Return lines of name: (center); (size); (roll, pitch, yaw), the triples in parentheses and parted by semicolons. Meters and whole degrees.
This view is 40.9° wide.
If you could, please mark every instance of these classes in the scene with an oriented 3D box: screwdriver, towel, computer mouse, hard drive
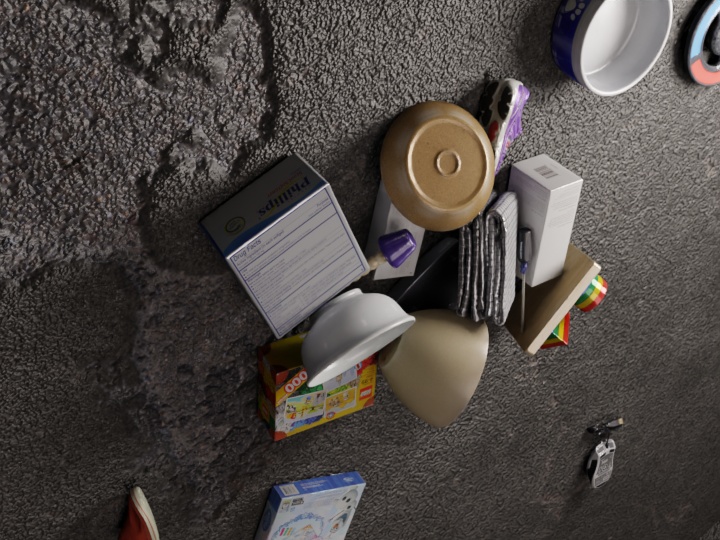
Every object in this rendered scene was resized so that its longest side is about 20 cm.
screwdriver: (0.285, 0.019, 1.709); (0.029, 0.028, 0.203); (6, 116, 8)
towel: (0.216, -0.024, 1.630); (0.166, 0.084, 0.204); (-45, 136, -67)
computer mouse: (0.588, 0.447, 2.375); (0.108, 0.044, 0.203); (-17, 125, -32)
hard drive: (0.120, 0.040, 1.713); (0.200, 0.042, 0.135); (-46, 137, 1)

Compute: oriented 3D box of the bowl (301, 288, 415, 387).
bowl: (-0.019, 0.091, 1.507); (0.199, 0.091, 0.201); (-30, 170, -6)

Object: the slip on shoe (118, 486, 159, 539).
slip on shoe: (-0.375, 0.444, 1.621); (0.060, 0.074, 0.202); (-14, 133, -25)

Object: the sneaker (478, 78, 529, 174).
sneaker: (0.227, -0.212, 1.583); (0.083, 0.081, 0.203); (-1, 121, -43)

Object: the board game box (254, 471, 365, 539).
board game box: (-0.106, 0.491, 1.877); (0.197, 0.043, 0.202); (0, 121, -37)

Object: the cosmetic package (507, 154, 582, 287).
cosmetic package: (0.314, -0.088, 1.717); (0.084, 0.108, 0.203); (-20, 133, -29)

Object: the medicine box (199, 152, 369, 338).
medicine box: (-0.109, -0.035, 1.439); (0.181, 0.103, 0.201); (-36, 136, -9)

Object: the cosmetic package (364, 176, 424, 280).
cosmetic package: (0.064, -0.085, 1.570); (0.081, 0.051, 0.203); (-4, 123, -29)

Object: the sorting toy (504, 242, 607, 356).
sorting toy: (0.365, 0.059, 1.795); (0.069, 0.199, 0.201); (35, 99, -13)

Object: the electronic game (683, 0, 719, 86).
electronic game: (0.671, -0.436, 1.777); (0.197, 0.042, 0.203); (-21, 131, -25)

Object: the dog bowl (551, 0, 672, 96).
dog bowl: (0.412, -0.395, 1.583); (0.197, 0.079, 0.203); (-20, 132, -24)

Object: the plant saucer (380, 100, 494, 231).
plant saucer: (0.128, -0.164, 1.491); (0.197, 0.035, 0.204); (1, 88, -20)

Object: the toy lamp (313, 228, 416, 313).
toy lamp: (0.000, 0.000, 1.537); (0.198, 0.059, 0.058); (-34, 138, 14)

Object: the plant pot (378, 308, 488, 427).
plant pot: (0.108, 0.147, 1.636); (0.133, 0.201, 0.202); (24, 108, -16)

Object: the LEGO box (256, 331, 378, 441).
LEGO box: (-0.074, 0.182, 1.646); (0.197, 0.077, 0.151); (-17, 129, -27)
